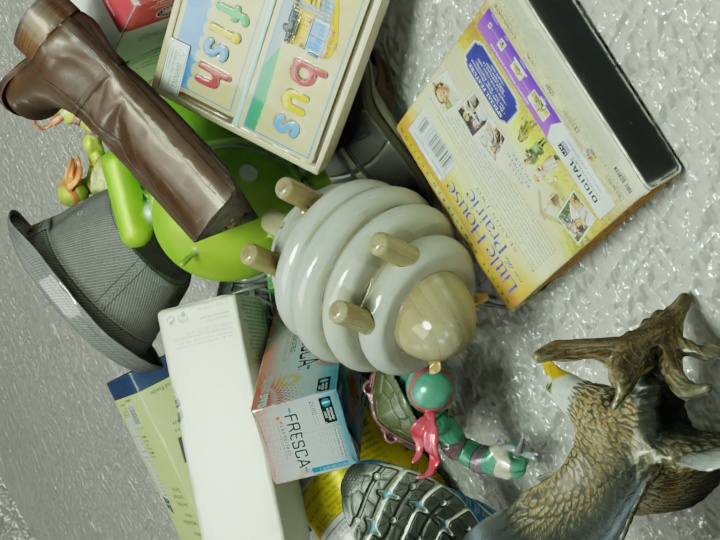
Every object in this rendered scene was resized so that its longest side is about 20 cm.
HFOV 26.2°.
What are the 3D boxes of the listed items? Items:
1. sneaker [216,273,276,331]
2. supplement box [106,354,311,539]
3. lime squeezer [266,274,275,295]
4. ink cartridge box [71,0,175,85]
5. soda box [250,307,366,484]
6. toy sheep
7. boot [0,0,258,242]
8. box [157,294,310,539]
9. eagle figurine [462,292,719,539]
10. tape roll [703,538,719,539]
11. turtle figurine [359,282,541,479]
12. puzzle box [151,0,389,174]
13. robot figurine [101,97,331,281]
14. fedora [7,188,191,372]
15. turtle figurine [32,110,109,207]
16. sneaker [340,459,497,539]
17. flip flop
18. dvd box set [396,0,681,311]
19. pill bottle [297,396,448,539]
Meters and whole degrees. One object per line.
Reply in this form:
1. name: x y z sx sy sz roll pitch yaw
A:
1. sneaker: -0.096 0.030 1.296 0.201 0.074 0.116 -101 12 -49
2. supplement box: -0.128 0.163 1.457 0.201 0.134 0.200 64 164 -1
3. lime squeezer: -0.050 -0.008 1.235 0.200 0.038 0.071 41 104 43
4. ink cartridge box: -0.139 -0.208 1.126 0.083 0.146 0.200 62 155 5
5. soda box: -0.035 0.084 1.185 0.200 0.068 0.064 -83 -22 -68
6. toy sheep: 0.000 0.000 1.016 0.200 0.137 0.139 37 145 38
7. boot: -0.161 -0.084 1.080 0.200 0.064 0.186 44 163 0
8. box: -0.097 0.123 1.199 0.082 0.068 0.201 22 -124 -76
9. eagle figurine: 0.142 0.111 0.887 0.151 0.151 0.201 -88 8 -58
10. tape roll: 0.186 0.228 0.834 0.202 0.202 0.071 17 129 59
11. turtle figurine: 0.051 0.081 1.090 0.200 0.100 0.151 151 106 -77
12. puzzle box: -0.051 -0.172 0.987 0.132 0.025 0.201 26 126 7
13. robot figurine: -0.104 -0.072 1.182 0.201 0.174 0.116 -102 -3 -51
14. fedora: -0.199 -0.006 1.259 0.177 0.090 0.200 47 -177 -10
15. turtle figurine: -0.203 -0.097 1.345 0.064 0.161 0.201 20 131 58
16. sneaker: 0.061 0.196 1.126 0.200 0.079 0.090 35 -177 -24
17. flip flop: -0.005 -0.117 1.055 0.081 0.058 0.201 -16 118 30
18. dvd box set: 0.098 -0.074 0.920 0.147 0.029 0.200 59 155 10
19. pill bottle: 0.021 0.200 1.245 0.200 0.112 0.113 54 154 21
